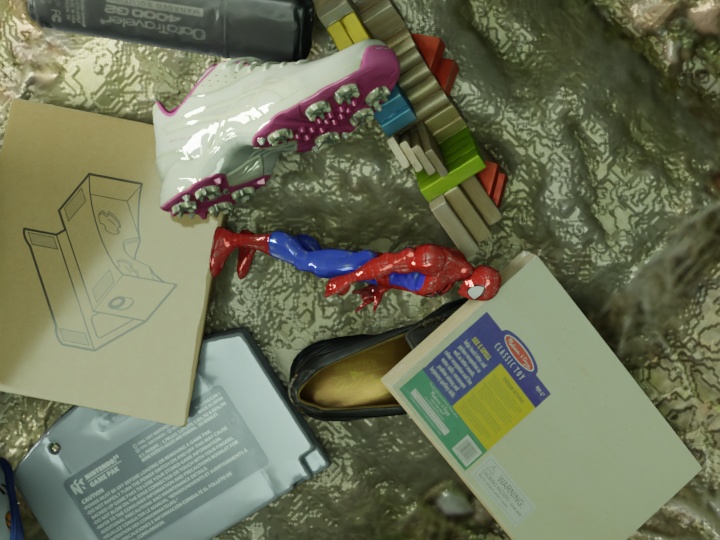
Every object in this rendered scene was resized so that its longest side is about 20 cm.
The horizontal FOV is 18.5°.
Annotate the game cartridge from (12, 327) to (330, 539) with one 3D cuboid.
[{"bbox_3d":[-0.137,0.130,1.546,0.200,0.040,0.134,-31,98,9],"label":"game cartridge"}]

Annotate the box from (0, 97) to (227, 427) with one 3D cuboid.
[{"bbox_3d":[-0.179,-0.006,1.513,0.163,0.021,0.201,11,85,3],"label":"box"}]

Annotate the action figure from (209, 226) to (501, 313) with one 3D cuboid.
[{"bbox_3d":[0.000,0.000,1.472,0.199,0.065,0.052,3,84,25],"label":"action figure"}]

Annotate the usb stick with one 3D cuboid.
[{"bbox_3d":[-0.128,-0.175,1.488,0.199,0.033,0.056,10,122,12],"label":"usb stick"}]

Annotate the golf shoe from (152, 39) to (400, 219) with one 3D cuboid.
[{"bbox_3d":[-0.064,-0.111,1.443,0.200,0.075,0.092,-29,68,28],"label":"golf shoe"}]

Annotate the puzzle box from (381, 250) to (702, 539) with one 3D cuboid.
[{"bbox_3d":[0.123,0.103,1.479,0.133,0.025,0.200,-41,107,-6],"label":"puzzle box"}]

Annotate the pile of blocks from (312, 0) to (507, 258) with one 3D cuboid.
[{"bbox_3d":[0.044,-0.110,1.468,0.062,0.082,0.200,-32,94,10],"label":"pile of blocks"}]

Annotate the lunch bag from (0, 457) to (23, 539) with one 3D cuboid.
[{"bbox_3d":[-0.304,0.224,1.508,0.075,0.160,0.200,26,105,-25],"label":"lunch bag"}]

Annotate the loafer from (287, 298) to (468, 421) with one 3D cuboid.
[{"bbox_3d":[0.047,0.066,1.498,0.199,0.072,0.073,-17,95,7],"label":"loafer"}]
